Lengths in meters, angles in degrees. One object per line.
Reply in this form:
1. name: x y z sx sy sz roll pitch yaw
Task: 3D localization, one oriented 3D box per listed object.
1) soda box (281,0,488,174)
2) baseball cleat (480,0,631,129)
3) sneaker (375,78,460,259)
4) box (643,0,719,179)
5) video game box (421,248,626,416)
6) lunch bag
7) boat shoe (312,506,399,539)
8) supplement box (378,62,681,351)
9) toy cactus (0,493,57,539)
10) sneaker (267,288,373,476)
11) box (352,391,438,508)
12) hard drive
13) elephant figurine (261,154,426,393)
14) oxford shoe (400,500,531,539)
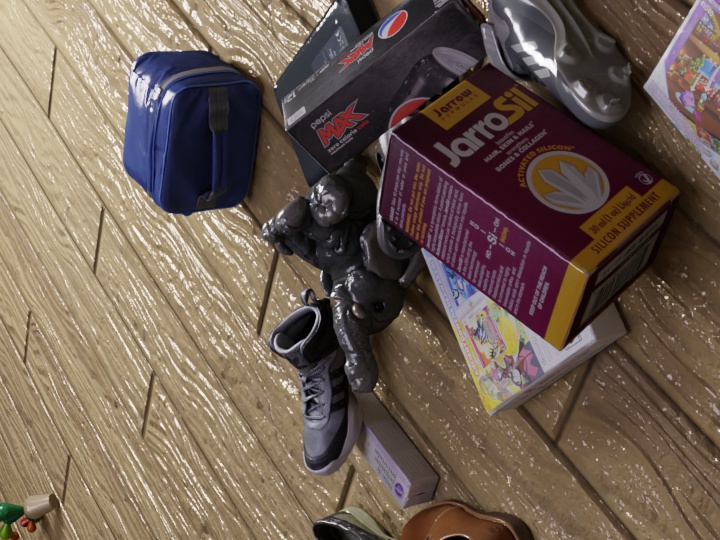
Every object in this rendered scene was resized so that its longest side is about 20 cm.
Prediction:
1. soda box: 0.024 -0.181 1.192 0.200 0.071 0.063 -36 33 18
2. baseball cleat: 0.164 -0.178 1.093 0.107 0.069 0.200 112 146 -51
3. sneaker: 0.049 -0.099 1.250 0.090 0.066 0.201 142 141 -67
4. box: 0.298 -0.115 0.910 0.200 0.039 0.137 59 143 30
5. video game box: 0.141 0.008 1.189 0.182 0.047 0.201 -43 62 51
6. lunch bag: -0.209 -0.163 1.610 0.132 0.135 0.201 41 132 46
7. boat shoe: 0.016 0.332 1.460 0.201 0.066 0.072 29 120 50
8. supplement box: 0.132 -0.055 1.041 0.200 0.131 0.103 37 147 22
9. toy cactus: -0.669 0.467 2.537 0.165 0.200 0.103 -20 60 18
10. sneaker: -0.053 0.119 1.409 0.075 0.114 0.201 2 77 41
11. box: 0.015 0.180 1.443 0.200 0.041 0.039 49 136 38
12. hard drive: -0.028 -0.195 1.410 0.200 0.033 0.140 -44 62 53
13. elephant figurine: 0.000 0.000 1.346 0.200 0.155 0.142 52 -177 -3
14. oxford shoe: 0.089 0.279 1.328 0.200 0.071 0.072 -18 85 60
